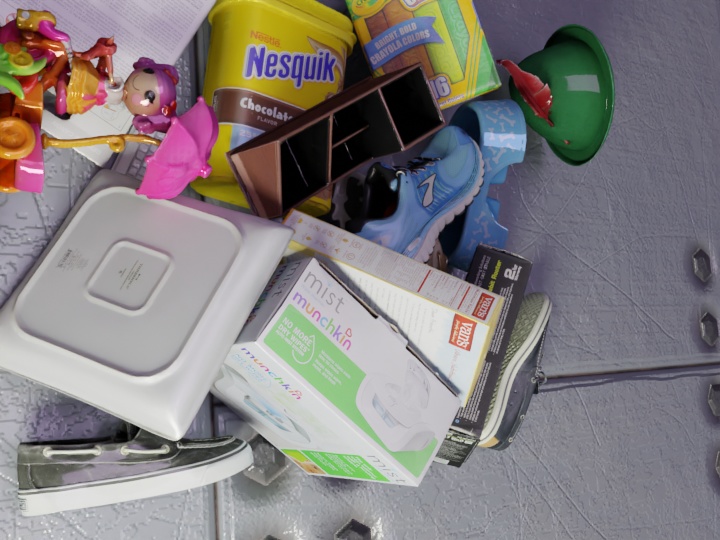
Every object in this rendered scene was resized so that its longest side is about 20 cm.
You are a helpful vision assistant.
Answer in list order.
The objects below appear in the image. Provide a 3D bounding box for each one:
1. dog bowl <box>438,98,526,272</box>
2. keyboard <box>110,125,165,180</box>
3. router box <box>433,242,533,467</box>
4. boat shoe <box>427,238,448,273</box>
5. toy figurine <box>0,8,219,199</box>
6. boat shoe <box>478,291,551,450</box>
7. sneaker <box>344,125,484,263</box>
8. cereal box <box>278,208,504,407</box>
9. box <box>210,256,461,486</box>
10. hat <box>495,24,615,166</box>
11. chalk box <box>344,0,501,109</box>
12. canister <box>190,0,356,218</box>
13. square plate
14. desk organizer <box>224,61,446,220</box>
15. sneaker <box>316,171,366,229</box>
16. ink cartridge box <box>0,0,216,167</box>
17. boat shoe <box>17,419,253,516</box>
[{"bbox_3d":[0.125,-0.094,0.945,0.050,0.111,0.200,5,102,-21],"label":"dog bowl"},{"bbox_3d":[-0.210,-0.058,0.769,0.056,0.011,0.200,32,64,-29],"label":"keyboard"},{"bbox_3d":[0.114,0.093,0.892,0.062,0.150,0.200,18,68,7],"label":"router box"},{"bbox_3d":[0.059,-0.003,0.927,0.064,0.071,0.200,4,87,-42],"label":"boat shoe"},{"bbox_3d":[-0.207,-0.128,0.680,0.184,0.150,0.200,3,66,-24],"label":"toy figurine"},{"bbox_3d":[0.176,0.117,0.989,0.062,0.075,0.200,37,67,-32],"label":"boat shoe"},{"bbox_3d":[0.053,-0.081,0.825,0.090,0.078,0.200,52,53,-27],"label":"sneaker"},{"bbox_3d":[0.019,0.036,0.757,0.200,0.144,0.040,23,56,13],"label":"cereal box"},{"bbox_3d":[-0.042,0.094,0.763,0.200,0.176,0.097,46,60,-22],"label":"box"},{"bbox_3d":[0.187,-0.208,1.017,0.176,0.200,0.166,-12,45,-18],"label":"hat"},{"bbox_3d":[0.062,-0.269,0.908,0.124,0.124,0.200,-51,119,-75],"label":"chalk box"},{"bbox_3d":[-0.085,-0.163,0.833,0.148,0.087,0.200,14,76,-36],"label":"canister"},{"bbox_3d":[-0.183,0.012,0.683,0.028,0.198,0.200,81,32,-59],"label":"square plate"},{"bbox_3d":[-0.017,-0.121,0.780,0.200,0.077,0.072,-36,109,-36],"label":"desk organizer"},{"bbox_3d":[0.000,0.000,0.877,0.083,0.081,0.200,13,81,-57],"label":"sneaker"},{"bbox_3d":[-0.245,-0.218,0.758,0.161,0.050,0.200,34,83,-25],"label":"ink cartridge box"},{"bbox_3d":[-0.183,0.155,0.714,0.200,0.071,0.064,-3,85,-35],"label":"boat shoe"}]
